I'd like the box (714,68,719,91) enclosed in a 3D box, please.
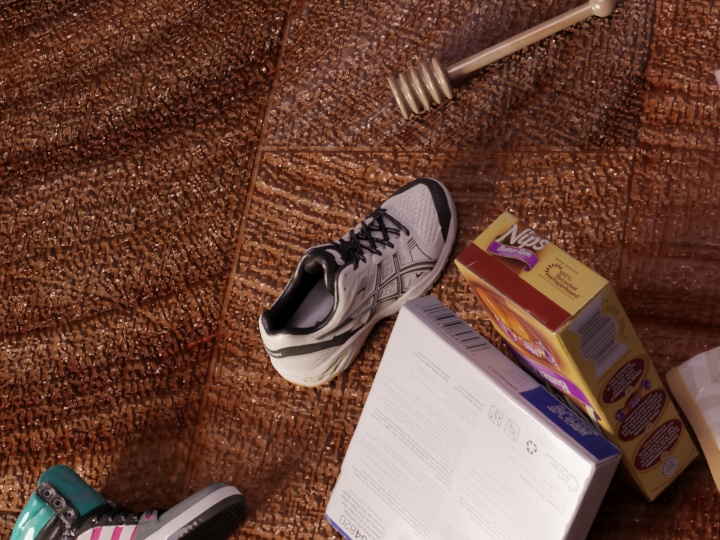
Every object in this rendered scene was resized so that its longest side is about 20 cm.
[{"bbox_3d":[0.376,-0.075,1.364,0.174,0.097,0.202,-21,58,10],"label":"box"}]

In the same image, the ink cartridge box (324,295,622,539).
[{"bbox_3d":[0.076,0.155,1.358,0.199,0.040,0.201,40,124,31],"label":"ink cartridge box"}]

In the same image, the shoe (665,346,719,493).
[{"bbox_3d":[0.275,0.137,1.310,0.053,0.070,0.201,-32,55,13],"label":"shoe"}]

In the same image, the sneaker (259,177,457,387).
[{"bbox_3d":[0.000,0.000,1.477,0.075,0.088,0.201,32,78,33],"label":"sneaker"}]

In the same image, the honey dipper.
[{"bbox_3d":[0.119,-0.182,1.556,0.198,0.038,0.038,-24,58,3],"label":"honey dipper"}]

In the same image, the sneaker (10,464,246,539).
[{"bbox_3d":[-0.193,0.194,1.461,0.199,0.084,0.121,-34,67,3],"label":"sneaker"}]

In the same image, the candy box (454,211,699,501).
[{"bbox_3d":[0.152,0.062,1.306,0.056,0.200,0.117,-43,42,-8],"label":"candy box"}]
